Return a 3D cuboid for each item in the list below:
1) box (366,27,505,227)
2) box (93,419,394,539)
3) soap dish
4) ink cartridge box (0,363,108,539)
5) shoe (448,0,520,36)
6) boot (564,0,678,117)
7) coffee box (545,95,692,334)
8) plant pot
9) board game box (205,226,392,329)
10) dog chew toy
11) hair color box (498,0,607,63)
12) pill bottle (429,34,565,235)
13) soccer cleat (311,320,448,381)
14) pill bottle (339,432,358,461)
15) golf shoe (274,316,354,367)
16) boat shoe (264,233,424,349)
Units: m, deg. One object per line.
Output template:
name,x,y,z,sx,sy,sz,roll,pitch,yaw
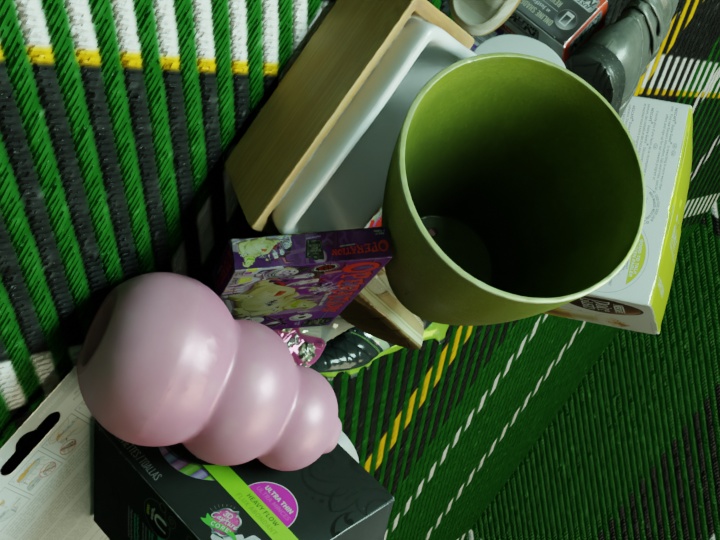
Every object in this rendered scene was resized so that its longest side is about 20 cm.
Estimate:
box,0.047,-0.120,1.216,0.200,0.039,0.137,-45,161,-18
box,-0.097,0.188,1.079,0.148,0.200,0.125,-27,142,-35
soap dish,-0.006,-0.116,1.027,0.201,0.081,0.157,-54,162,10
ink cartridge box,-0.232,0.148,1.098,0.163,0.057,0.200,-48,145,-5
shoe,0.104,-0.266,1.016,0.053,0.069,0.202,-31,146,-54
boot,0.226,-0.165,1.197,0.131,0.067,0.201,-48,164,-22
coffee box,0.227,-0.061,1.405,0.200,0.195,0.203,37,65,-73
plant pot,0.088,-0.034,1.042,0.187,0.187,0.200,-41,176,-25
board game box,-0.058,0.012,1.060,0.118,0.033,0.200,-10,166,-17
dog chew toy,-0.103,0.084,1.001,0.125,0.198,0.125,-51,-157,32
hair color box,0.161,-0.200,1.235,0.061,0.101,0.200,-45,163,-10
pill bottle,0.114,-0.101,1.169,0.112,0.112,0.201,-40,159,-28
soccer cleat,0.010,0.059,1.467,0.198,0.067,0.082,-19,104,-33
pill bottle,-0.095,0.252,1.507,0.199,0.112,0.113,-38,159,-34
golf shoe,-0.043,0.034,1.263,0.199,0.076,0.091,-34,-168,-32
boat shoe,0.000,0.000,1.183,0.200,0.073,0.067,44,65,-42
